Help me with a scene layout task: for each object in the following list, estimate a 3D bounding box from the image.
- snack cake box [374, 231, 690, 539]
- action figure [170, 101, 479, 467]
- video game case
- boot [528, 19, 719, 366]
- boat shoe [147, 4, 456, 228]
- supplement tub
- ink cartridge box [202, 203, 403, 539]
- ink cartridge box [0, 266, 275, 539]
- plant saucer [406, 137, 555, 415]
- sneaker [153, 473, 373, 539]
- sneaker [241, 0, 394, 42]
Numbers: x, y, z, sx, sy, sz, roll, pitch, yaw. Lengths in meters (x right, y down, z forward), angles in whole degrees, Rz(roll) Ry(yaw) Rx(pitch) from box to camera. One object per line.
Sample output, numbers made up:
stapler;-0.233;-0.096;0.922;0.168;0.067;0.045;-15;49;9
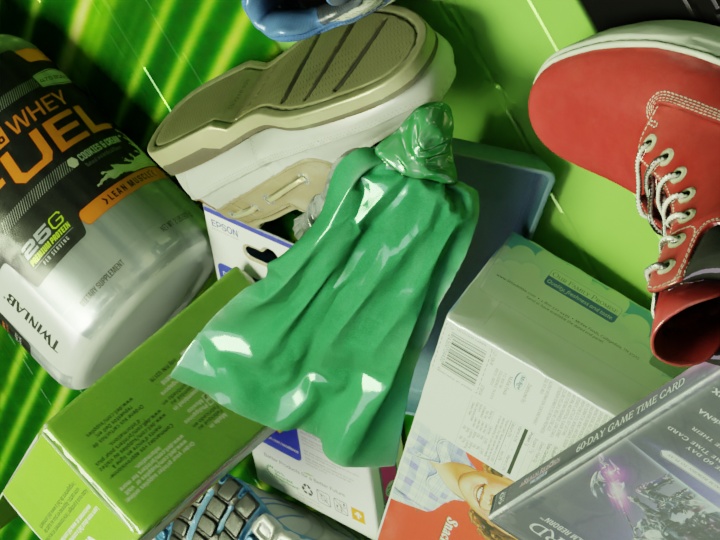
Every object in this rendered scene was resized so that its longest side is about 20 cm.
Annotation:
snack cake box;0.085;0.090;1.034;0.115;0.067;0.200;30;142;12
action figure;0.000;0.000;0.983;0.118;0.055;0.200;20;132;-11
video game case;0.169;0.100;0.925;0.143;0.019;0.200;33;138;-16
boot;0.119;-0.027;0.830;0.200;0.144;0.073;18;136;40
boat shoe;-0.017;-0.069;1.018;0.068;0.075;0.200;46;149;-23
supplement tub;-0.182;-0.043;1.174;0.200;0.122;0.123;43;145;9
ink cartridge box;-0.027;0.051;1.164;0.095;0.037;0.200;23;140;35
ink cartridge box;-0.118;0.103;1.159;0.076;0.148;0.200;46;148;5
plant saucer;0.037;0.006;1.039;0.070;0.019;0.200;12;139;-4
sneaker;-0.035;0.168;1.234;0.200;0.087;0.075;24;98;23
sneaker;0.014;-0.148;0.888;0.077;0.085;0.200;50;145;1
